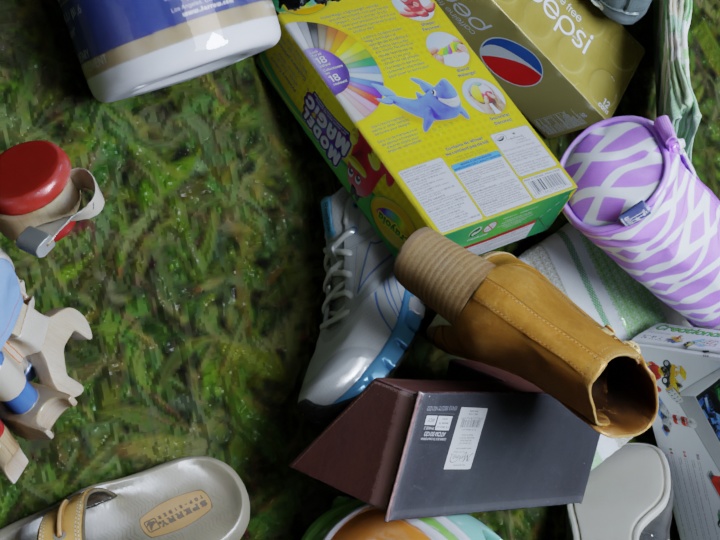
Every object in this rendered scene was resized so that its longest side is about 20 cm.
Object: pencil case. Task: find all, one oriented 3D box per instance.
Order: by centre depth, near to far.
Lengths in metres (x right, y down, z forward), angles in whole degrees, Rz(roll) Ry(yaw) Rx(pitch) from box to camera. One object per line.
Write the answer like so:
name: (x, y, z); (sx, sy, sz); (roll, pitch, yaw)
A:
pencil case: (0.199, -0.028, 1.056); (0.200, 0.085, 0.084); (34, 21, -49)

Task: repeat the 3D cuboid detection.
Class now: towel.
towel: (0.210, -0.150, 1.119); (0.023, 0.153, 0.201); (-1, 64, 6)
towel: (0.162, 0.038, 1.133); (0.200, 0.031, 0.150); (-31, 98, -32)

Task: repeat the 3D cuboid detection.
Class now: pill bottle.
pill bottle: (-0.125, -0.202, 0.911); (0.111, 0.111, 0.201); (-22, 95, -35)

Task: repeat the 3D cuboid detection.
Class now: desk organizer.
desk organizer: (0.056, 0.093, 0.971); (0.200, 0.077, 0.072); (6, 101, -52)

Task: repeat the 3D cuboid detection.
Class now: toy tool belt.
toy tool belt: (-0.197, 0.043, 0.838); (0.200, 0.125, 0.123); (-51, 143, -26)

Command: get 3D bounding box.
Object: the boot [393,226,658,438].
boot: (0.104, 0.046, 0.936); (0.071, 0.144, 0.201); (-55, 156, 1)

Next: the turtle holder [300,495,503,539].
turtle holder: (0.044, 0.214, 0.955); (0.141, 0.132, 0.186); (-34, 102, -34)

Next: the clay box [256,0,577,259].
clay box: (0.025, -0.098, 1.003); (0.115, 0.048, 0.200); (-19, 63, -35)

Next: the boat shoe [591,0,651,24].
boat shoe: (0.139, -0.240, 1.103); (0.073, 0.062, 0.200); (-18, 53, -13)

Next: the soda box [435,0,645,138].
soda box: (0.092, -0.178, 1.089); (0.200, 0.064, 0.068); (43, 62, -23)

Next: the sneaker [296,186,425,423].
sneaker: (0.000, 0.000, 1.002); (0.087, 0.075, 0.200); (40, 54, -16)

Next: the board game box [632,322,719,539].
board game box: (0.253, 0.136, 1.094); (0.035, 0.126, 0.201); (-27, 110, -32)

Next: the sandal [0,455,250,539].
sandal: (-0.134, 0.147, 0.874); (0.200, 0.054, 0.080); (-26, 76, -36)

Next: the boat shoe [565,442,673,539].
boat shoe: (0.161, 0.184, 1.061); (0.200, 0.067, 0.057); (-65, 152, -58)

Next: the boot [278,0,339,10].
boot: (-0.059, -0.252, 0.968); (0.073, 0.198, 0.163); (-25, 128, -12)
